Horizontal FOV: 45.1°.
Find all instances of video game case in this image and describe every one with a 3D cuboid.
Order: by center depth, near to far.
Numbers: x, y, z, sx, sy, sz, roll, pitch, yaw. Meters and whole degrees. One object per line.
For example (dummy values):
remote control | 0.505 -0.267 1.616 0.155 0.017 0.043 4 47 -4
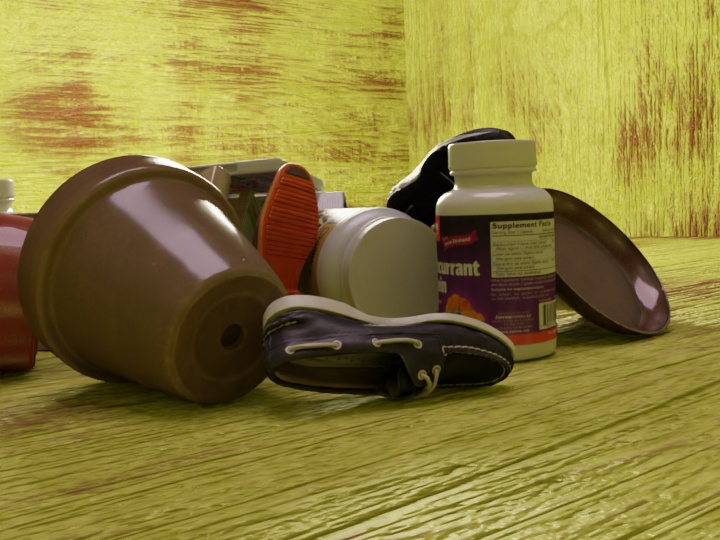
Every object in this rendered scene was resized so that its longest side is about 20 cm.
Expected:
video game case | -0.164 -0.109 1.082 0.200 0.018 0.143 -3 -6 19

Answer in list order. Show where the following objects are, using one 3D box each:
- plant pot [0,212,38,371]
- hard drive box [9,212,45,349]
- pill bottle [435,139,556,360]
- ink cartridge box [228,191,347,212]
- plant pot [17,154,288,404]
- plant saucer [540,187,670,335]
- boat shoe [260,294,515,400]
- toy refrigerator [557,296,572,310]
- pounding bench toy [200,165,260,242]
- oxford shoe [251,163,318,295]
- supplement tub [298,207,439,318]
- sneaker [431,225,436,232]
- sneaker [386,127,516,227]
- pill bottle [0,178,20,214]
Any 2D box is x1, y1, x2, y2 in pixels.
plant pot | -0.404 0.018 0.817 0.195 0.201 0.201 5 2 -19
hard drive box | -0.332 0.004 1.057 0.077 0.156 0.200 -1 5 14
pill bottle | 0.128 -0.021 0.822 0.111 0.200 0.111 -2 4 0
ink cartridge box | -0.109 -0.019 1.167 0.200 0.200 0.041 -2 47 7
plant pot | -0.149 0.024 0.704 0.200 0.201 0.175 -6 25 -42
plant saucer | 0.246 -0.005 0.929 0.200 0.200 0.032 -7 -34 -48
boat shoe | 0.024 0.067 0.648 0.200 0.074 0.060 12 42 -15
toy refrigerator | 0.229 -0.001 1.011 0.200 0.070 0.076 5 -27 -40
pounding bench toy | -0.210 -0.037 1.038 0.156 0.200 0.124 -2 46 12
oxford shoe | -0.098 -0.018 0.936 0.071 0.200 0.073 17 -10 -36
supplement tub | 0.000 0.000 0.990 0.144 0.145 0.200 -5 5 -26
sneaker | 0.109 -0.042 1.052 0.088 0.076 0.200 31 -10 -21
sneaker | 0.100 -0.111 0.941 0.079 0.074 0.200 -54 13 -30
pill bottle | -0.493 -0.019 1.143 0.111 0.200 0.111 -3 4 0
